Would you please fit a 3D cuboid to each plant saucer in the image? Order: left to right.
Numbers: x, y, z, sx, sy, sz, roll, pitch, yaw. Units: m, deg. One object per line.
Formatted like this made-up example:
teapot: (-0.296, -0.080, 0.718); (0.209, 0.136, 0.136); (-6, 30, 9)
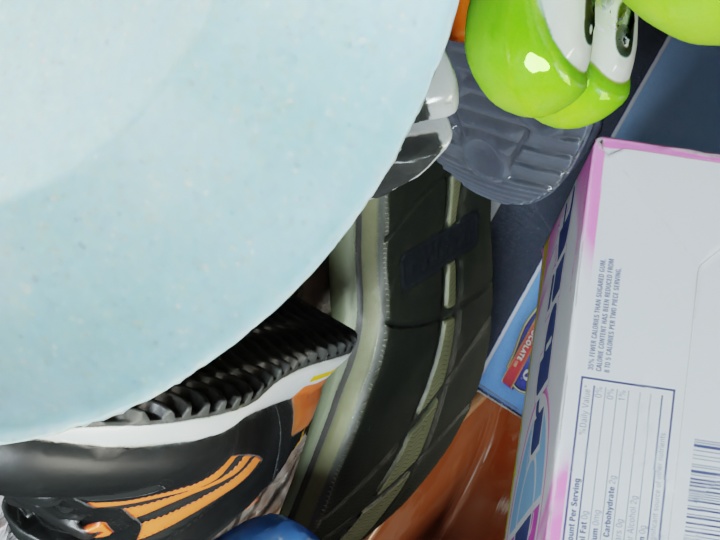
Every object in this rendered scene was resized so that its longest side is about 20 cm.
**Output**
plant saucer: (-0.064, -0.067, 0.547); (0.201, 0.039, 0.202); (-19, 120, -35)
plant saucer: (0.015, 0.107, 1.146); (0.200, 0.032, 0.200); (-50, 162, -23)

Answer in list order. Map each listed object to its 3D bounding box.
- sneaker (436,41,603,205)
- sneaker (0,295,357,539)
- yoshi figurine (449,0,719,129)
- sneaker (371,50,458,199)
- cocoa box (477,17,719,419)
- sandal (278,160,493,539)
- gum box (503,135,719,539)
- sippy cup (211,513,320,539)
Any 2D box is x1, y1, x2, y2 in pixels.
sneaker: (0.060, -0.112, 0.798); (0.082, 0.070, 0.201); (-41, 148, -44)
sneaker: (-0.066, 0.051, 0.771); (0.090, 0.070, 0.200); (-65, 163, 14)
yoshi figurine: (0.070, -0.132, 0.653); (0.112, 0.112, 0.201); (177, -83, -68)
sneaker: (-0.023, -0.109, 0.635); (0.081, 0.075, 0.200); (-100, -176, -48)
cocoa box: (0.113, -0.041, 0.988); (0.200, 0.131, 0.133); (-61, 162, 11)
sandal: (0.001, -0.001, 0.897); (0.080, 0.057, 0.202); (-22, 127, -52)
gum box: (0.077, 0.077, 0.823); (0.114, 0.066, 0.201); (106, -8, -74)
sippy cup: (-0.043, 0.142, 0.832); (0.130, 0.178, 0.140); (-39, 129, -11)
